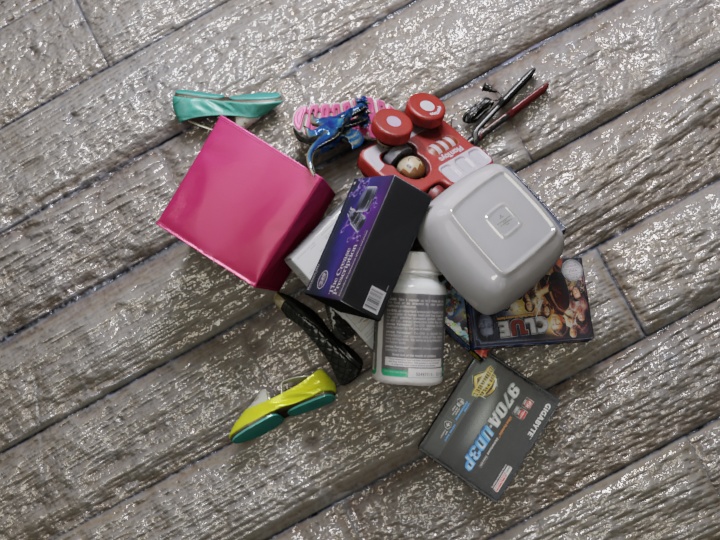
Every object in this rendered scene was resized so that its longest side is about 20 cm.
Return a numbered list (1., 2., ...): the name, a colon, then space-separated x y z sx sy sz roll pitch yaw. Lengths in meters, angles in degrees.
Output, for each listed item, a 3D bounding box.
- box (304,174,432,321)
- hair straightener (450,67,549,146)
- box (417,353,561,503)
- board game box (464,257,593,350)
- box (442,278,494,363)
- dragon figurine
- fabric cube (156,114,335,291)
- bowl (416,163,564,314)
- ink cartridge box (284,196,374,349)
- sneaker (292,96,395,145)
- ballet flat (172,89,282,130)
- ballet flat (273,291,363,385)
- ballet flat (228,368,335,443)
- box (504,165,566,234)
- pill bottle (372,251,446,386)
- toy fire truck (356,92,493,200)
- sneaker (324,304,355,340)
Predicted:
1. box: 0.009 -0.036 1.259 0.078 0.141 0.202 27 81 -22
2. hair straightener: 0.226 -0.283 1.440 0.199 0.041 0.077 -39 83 5
3. box: 0.212 0.255 1.386 0.158 0.046 0.201 34 88 8
4. board game box: 0.268 0.053 1.346 0.197 0.035 0.137 -4 76 -7
5. box: 0.214 0.034 1.385 0.137 0.040 0.200 42 75 6
6. dragon figurine: -0.033 -0.220 1.315 0.098 0.201 0.059 -12 117 16
7. fabric cube: -0.179 -0.102 1.375 0.195 0.200 0.201 31 90 6
8. bowl: 0.202 -0.059 1.257 0.199 0.075 0.200 -36 80 -24
9. ink cartridge box: 0.000 0.000 1.357 0.163 0.057 0.200 -45 107 -14
10. sneaker: -0.029 -0.251 1.439 0.197 0.087 0.075 -6 86 -19
11. ballet flat: -0.232 -0.279 1.468 0.197 0.067 0.071 3 110 5
12. ballet flat: -0.079 0.113 1.415 0.200 0.066 0.057 44 102 8
13. ballet flat: -0.137 0.226 1.418 0.198 0.067 0.068 -25 62 0
14. box: 0.207 -0.071 1.351 0.198 0.051 0.158 -25 61 -22
15. pill bottle: 0.077 0.073 1.299 0.112 0.113 0.203 3 90 5
16. toy fire truck: 0.102 -0.183 1.355 0.199 0.113 0.168 -32 64 -35
17. sneaker: -0.043 0.016 1.416 0.066 0.090 0.203 -7 92 -30
